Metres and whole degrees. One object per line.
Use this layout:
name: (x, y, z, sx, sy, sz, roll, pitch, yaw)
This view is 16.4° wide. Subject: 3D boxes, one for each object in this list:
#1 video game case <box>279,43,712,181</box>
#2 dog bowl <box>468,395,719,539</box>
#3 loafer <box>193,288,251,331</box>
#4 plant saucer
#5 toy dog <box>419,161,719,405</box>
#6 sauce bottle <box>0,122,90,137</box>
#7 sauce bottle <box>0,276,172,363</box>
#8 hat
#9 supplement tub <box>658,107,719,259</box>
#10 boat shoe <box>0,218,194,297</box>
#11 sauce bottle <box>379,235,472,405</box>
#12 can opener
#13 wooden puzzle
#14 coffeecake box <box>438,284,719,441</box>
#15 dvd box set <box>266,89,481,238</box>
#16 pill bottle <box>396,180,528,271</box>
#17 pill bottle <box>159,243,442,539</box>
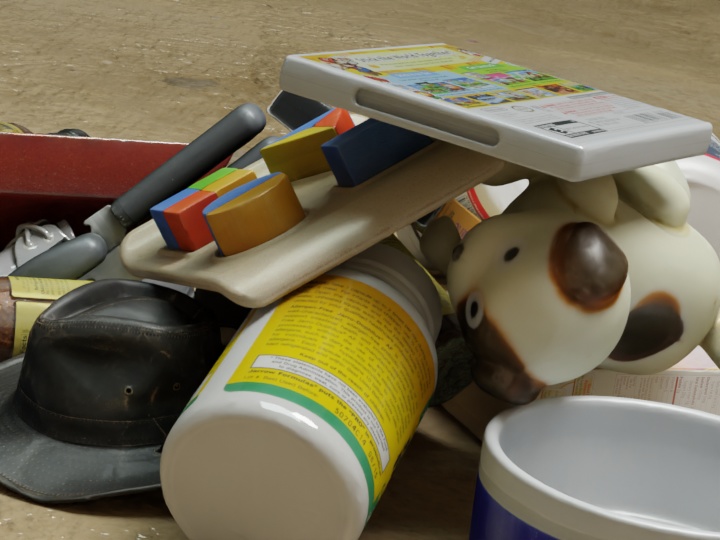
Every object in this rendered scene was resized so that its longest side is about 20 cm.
video game case: (0.079, -0.091, 1.395, 0.182, 0.023, 0.200, 19, 15, 24)
dog bowl: (0.159, 0.139, 1.350, 0.200, 0.079, 0.200, 8, 17, -2)
loafer: (-0.066, 0.003, 1.689, 0.071, 0.073, 0.200, -26, -6, 15)
plant saucer: (-0.207, -0.040, 1.681, 0.200, 0.037, 0.200, 2, -18, -22)
toy dog: (0.119, 0.013, 1.435, 0.194, 0.140, 0.200, 52, 25, 12)
sauce bottle: (-0.283, -0.079, 1.866, 0.065, 0.065, 0.200, 21, 21, 35)
sauce bottle: (-0.212, 0.034, 1.525, 0.200, 0.066, 0.066, 5, 17, -16)
hat: (-0.137, 0.052, 1.415, 0.200, 0.081, 0.201, 3, 27, -2)
supplement tub: (0.223, -0.041, 1.877, 0.140, 0.140, 0.200, 8, 16, -4)
boat shoe: (-0.200, -0.001, 1.640, 0.200, 0.069, 0.072, 3, 18, -21)
sauce bottle: (0.000, 0.000, 1.563, 0.065, 0.065, 0.200, -5, 43, -39)
can opener: (-0.133, -0.029, 1.573, 0.053, 0.200, 0.066, 54, 7, -1)
wooden puzzle: (-0.036, -0.049, 1.437, 0.185, 0.046, 0.200, -29, 18, -18)
coffeecake box: (0.160, 0.068, 1.597, 0.200, 0.073, 0.154, 2, 18, -25)
dvd box set: (0.036, -0.047, 1.640, 0.146, 0.029, 0.200, 38, 1, 29)
pill bottle: (0.097, -0.056, 1.813, 0.111, 0.111, 0.200, 3, -11, -21)
pill bottle: (-0.023, 0.068, 1.353, 0.113, 0.113, 0.200, 13, 33, 12)
